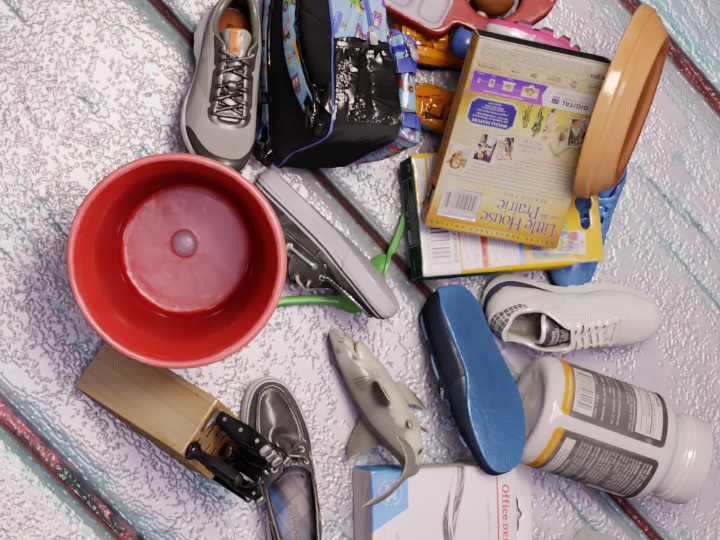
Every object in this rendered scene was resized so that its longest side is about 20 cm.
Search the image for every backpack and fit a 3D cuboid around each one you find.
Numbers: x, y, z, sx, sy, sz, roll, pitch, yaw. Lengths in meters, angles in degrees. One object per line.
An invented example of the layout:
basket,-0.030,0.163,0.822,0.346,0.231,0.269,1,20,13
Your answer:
backpack,-0.026,-0.212,1.689,0.133,0.182,0.202,0,80,-24

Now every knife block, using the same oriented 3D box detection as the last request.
knife block,-0.165,0.143,1.626,0.200,0.175,0.064,38,77,-11

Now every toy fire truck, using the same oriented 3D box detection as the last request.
toy fire truck,0.105,-0.308,1.750,0.199,0.112,0.169,30,79,-1

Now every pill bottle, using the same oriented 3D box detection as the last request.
pill bottle,0.260,0.172,1.785,0.199,0.116,0.117,20,82,-15

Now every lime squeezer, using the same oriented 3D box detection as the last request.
lime squeezer,0.000,0.000,1.763,0.200,0.038,0.071,-39,66,-15

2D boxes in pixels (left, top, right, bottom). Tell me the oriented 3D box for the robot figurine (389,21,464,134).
robot figurine,0.124,-0.197,1.792,0.198,0.058,0.146,6,87,-16

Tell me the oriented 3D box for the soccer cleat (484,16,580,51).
soccer cleat,0.193,-0.191,1.730,0.199,0.070,0.087,20,90,-42

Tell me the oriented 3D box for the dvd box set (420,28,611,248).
dvd box set,0.154,-0.127,1.686,0.145,0.029,0.201,9,112,-14

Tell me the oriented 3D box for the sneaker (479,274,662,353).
sneaker,0.226,0.058,1.788,0.198,0.081,0.077,3,114,-11

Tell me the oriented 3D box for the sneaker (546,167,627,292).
sneaker,0.243,-0.075,1.813,0.065,0.078,0.202,13,85,-18

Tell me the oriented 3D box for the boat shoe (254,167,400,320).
boat shoe,-0.045,-0.013,1.717,0.071,0.072,0.200,-46,74,5

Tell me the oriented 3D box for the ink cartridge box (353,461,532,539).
ink cartridge box,0.096,0.257,1.756,0.198,0.067,0.117,-1,86,-17

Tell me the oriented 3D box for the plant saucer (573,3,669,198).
plant saucer,0.262,-0.163,1.690,0.037,0.200,0.202,20,81,12

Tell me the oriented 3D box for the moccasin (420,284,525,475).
moccasin,0.116,0.115,1.756,0.080,0.068,0.202,-4,72,-31

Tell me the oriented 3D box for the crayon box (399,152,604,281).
crayon box,0.147,-0.061,1.773,0.198,0.052,0.127,-4,85,-14

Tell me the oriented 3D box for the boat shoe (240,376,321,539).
boat shoe,-0.075,0.206,1.707,0.069,0.066,0.202,-6,89,-17

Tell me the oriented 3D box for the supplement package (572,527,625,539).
supplement package,0.293,0.377,1.785,0.200,0.114,0.110,41,78,-12

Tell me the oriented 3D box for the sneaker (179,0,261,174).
sneaker,-0.133,-0.187,1.676,0.073,0.079,0.202,7,65,-16

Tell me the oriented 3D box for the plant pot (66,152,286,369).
plant pot,-0.169,-0.016,1.616,0.198,0.177,0.202,0,95,-3

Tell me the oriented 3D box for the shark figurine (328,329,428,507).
shark figurine,0.019,0.169,1.710,0.089,0.215,0.128,-39,130,13
